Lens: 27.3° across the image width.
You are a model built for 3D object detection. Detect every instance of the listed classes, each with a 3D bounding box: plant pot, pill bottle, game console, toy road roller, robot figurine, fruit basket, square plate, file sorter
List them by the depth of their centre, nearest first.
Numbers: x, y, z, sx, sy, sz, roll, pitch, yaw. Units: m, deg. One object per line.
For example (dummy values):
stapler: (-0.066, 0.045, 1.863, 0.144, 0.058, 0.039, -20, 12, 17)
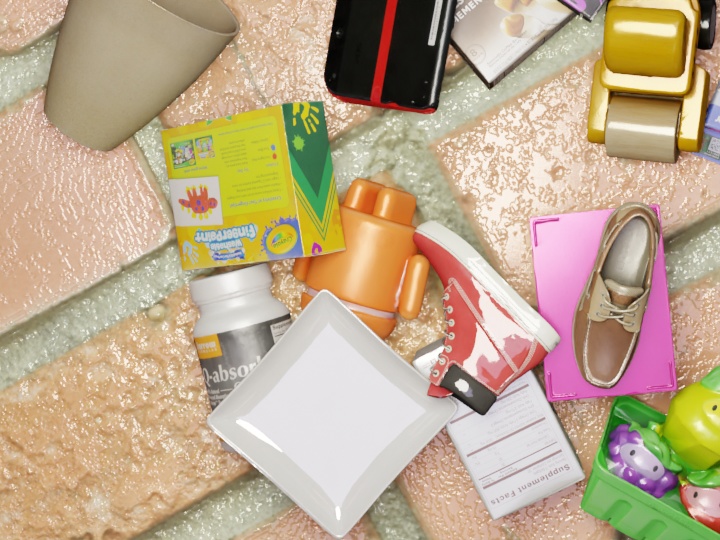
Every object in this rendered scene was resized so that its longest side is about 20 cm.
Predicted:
toy road roller: (0.311, -0.219, 1.610, 0.123, 0.146, 0.200, 7, 96, 19)
square plate: (-0.031, 0.156, 1.616, 0.198, 0.028, 0.200, 42, 95, 0)
fruit basket: (0.364, 0.206, 1.630, 0.215, 0.156, 0.216, 12, 127, 16)
game console: (0.038, -0.280, 1.647, 0.177, 0.031, 0.200, 14, 96, 42)
file sorter: (0.266, 0.033, 1.649, 0.139, 0.125, 0.200, -6, 92, 6)
plant pot: (-0.268, -0.240, 1.664, 0.187, 0.187, 0.200, 37, 110, 2)
robot figurine: (-0.001, 0.000, 1.676, 0.144, 0.117, 0.200, 16, 94, -8)
pill bottle: (-0.126, 0.098, 1.690, 0.116, 0.116, 0.200, -15, 92, 5)

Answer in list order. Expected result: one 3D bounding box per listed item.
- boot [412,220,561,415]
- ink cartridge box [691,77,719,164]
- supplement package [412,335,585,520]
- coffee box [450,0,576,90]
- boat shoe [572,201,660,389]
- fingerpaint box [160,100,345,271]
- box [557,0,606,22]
boot: (0.095, 0.053, 1.587, 0.144, 0.072, 0.200, -43, 72, 0)
ink cartridge box: (0.463, -0.204, 1.662, 0.119, 0.042, 0.200, 22, 97, 3)
supplement package: (0.155, 0.159, 1.670, 0.117, 0.117, 0.200, -27, 91, 5)
coffee box: (0.184, -0.311, 1.657, 0.200, 0.080, 0.114, -40, 88, 5)
boat shoe: (0.266, 0.026, 1.549, 0.076, 0.072, 0.200, 9, 94, 6)
fingerpaint box: (-0.121, -0.091, 1.651, 0.200, 0.073, 0.167, -7, 93, 42)
box: (0.208, -0.381, 1.595, 0.200, 0.036, 0.143, 36, 95, 5)
